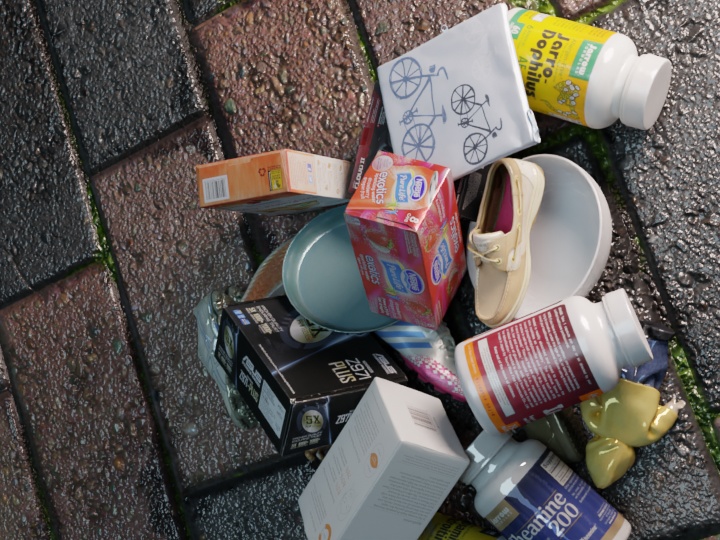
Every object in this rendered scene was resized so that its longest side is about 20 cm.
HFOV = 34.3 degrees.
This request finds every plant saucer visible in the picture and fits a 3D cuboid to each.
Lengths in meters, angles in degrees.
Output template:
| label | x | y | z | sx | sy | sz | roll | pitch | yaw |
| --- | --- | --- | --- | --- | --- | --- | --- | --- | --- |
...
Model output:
| label | x | y | z | sx | sy | sz | roll | pitch | yaw |
| --- | --- | --- | --- | --- | --- | --- | --- | --- | --- |
| plant saucer | 0.000 | 0.000 | 1.492 | 0.199 | 0.027 | 0.201 | -4 | 55 | 6 |

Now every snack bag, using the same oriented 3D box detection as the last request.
| label | x | y | z | sx | sy | sz | roll | pitch | yaw |
| --- | --- | --- | --- | --- | --- | --- | --- | --- | --- |
| snack bag | 0.112 | -0.199 | 1.374 | 0.200 | 0.021 | 0.189 | -24 | 68 | 35 |

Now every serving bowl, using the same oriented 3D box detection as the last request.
| label | x | y | z | sx | sy | sz | roll | pitch | yaw |
| --- | --- | --- | --- | --- | --- | --- | --- | --- | --- |
| serving bowl | 0.221 | -0.034 | 1.393 | 0.200 | 0.066 | 0.201 | -15 | 69 | 43 |

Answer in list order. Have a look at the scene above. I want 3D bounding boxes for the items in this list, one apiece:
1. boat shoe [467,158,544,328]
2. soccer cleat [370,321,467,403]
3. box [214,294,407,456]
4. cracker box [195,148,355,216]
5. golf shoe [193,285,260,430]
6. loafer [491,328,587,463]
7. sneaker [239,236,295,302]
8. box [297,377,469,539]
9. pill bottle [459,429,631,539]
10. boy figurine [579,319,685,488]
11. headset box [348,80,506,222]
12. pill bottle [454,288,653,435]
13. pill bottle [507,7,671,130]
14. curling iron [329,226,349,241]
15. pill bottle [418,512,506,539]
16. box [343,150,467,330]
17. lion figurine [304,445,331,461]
| label | x | y | z | sx | sy | sz | roll | pitch | yaw |
| --- | --- | --- | --- | --- | --- | --- | --- | --- | --- |
| boat shoe | 0.158 | -0.035 | 1.361 | 0.074 | 0.069 | 0.201 | 5 | 83 | 47 |
| soccer cleat | 0.085 | 0.087 | 1.473 | 0.200 | 0.070 | 0.086 | 36 | 103 | 23 |
| box | -0.065 | 0.120 | 1.456 | 0.200 | 0.163 | 0.086 | 49 | 136 | 43 |
| cracker box | -0.099 | -0.110 | 1.500 | 0.134 | 0.200 | 0.058 | -8 | 86 | 27 |
| golf shoe | -0.182 | 0.126 | 1.623 | 0.097 | 0.078 | 0.201 | -22 | 75 | 46 |
| loafer | 0.202 | 0.146 | 1.407 | 0.067 | 0.076 | 0.200 | -29 | 78 | 24 |
| sneaker | -0.110 | 0.047 | 1.580 | 0.071 | 0.080 | 0.200 | 25 | 79 | 49 |
| box | 0.023 | 0.249 | 1.371 | 0.200 | 0.097 | 0.124 | -59 | 27 | 20 |
| pill bottle | 0.203 | 0.268 | 1.349 | 0.200 | 0.111 | 0.111 | 42 | 107 | 10 |
| boy figurine | 0.312 | 0.157 | 1.357 | 0.124 | 0.064 | 0.201 | 11 | 98 | 2 |
| headset box | 0.081 | -0.149 | 1.454 | 0.200 | 0.077 | 0.149 | 14 | 90 | 41 |
| pill bottle | 0.214 | 0.098 | 1.295 | 0.200 | 0.113 | 0.113 | -24 | 78 | 14 |
| pill bottle | 0.254 | -0.231 | 1.368 | 0.200 | 0.113 | 0.113 | 22 | 99 | 26 |
| curling iron | -0.014 | 0.042 | 1.549 | 0.049 | 0.026 | 0.201 | -11 | 83 | 20 |
| pill bottle | 0.129 | 0.365 | 1.420 | 0.199 | 0.112 | 0.112 | 13 | 95 | 27 |
| box | 0.057 | -0.032 | 1.366 | 0.095 | 0.200 | 0.100 | 16 | 58 | 22 |
| lion figurine | -0.041 | 0.171 | 1.538 | 0.122 | 0.072 | 0.200 | -45 | 65 | 9 |
